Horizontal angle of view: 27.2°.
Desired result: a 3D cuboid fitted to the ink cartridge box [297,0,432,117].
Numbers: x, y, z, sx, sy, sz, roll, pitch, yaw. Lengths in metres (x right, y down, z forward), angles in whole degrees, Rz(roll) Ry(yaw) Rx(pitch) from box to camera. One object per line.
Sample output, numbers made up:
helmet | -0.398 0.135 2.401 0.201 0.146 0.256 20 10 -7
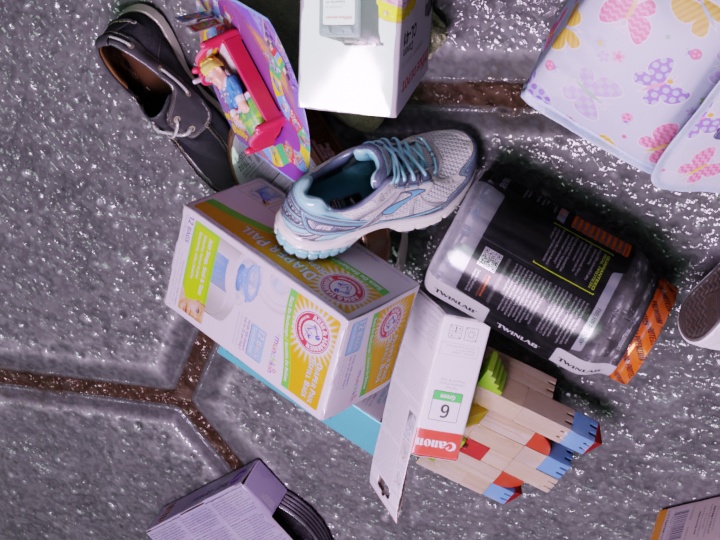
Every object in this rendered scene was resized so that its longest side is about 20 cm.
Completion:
ink cartridge box | 0.009 -0.237 1.150 0.085 0.148 0.202 7 114 11

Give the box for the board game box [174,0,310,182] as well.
board game box | -0.109 -0.154 1.273 0.200 0.039 0.159 39 146 51

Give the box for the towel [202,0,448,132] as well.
towel | -0.032 -0.224 1.282 0.200 0.037 0.148 40 131 -3

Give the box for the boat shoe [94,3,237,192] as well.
boat shoe | -0.177 -0.148 1.392 0.071 0.068 0.201 -18 115 34

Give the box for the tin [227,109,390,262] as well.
tin | -0.050 -0.068 1.360 0.201 0.042 0.112 56 136 10

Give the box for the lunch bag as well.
lunch bag | 0.252 -0.160 1.130 0.199 0.128 0.170 30 134 -5

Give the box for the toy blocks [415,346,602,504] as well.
toy blocks | 0.147 0.161 1.446 0.136 0.100 0.200 26 138 -6

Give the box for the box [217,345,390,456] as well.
box | -0.037 0.099 1.491 0.199 0.082 0.049 34 133 1

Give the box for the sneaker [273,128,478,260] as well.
sneaker | 0.023 -0.075 1.261 0.078 0.199 0.086 55 156 20

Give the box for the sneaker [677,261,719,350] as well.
sneaker | 0.358 -0.004 1.241 0.084 0.073 0.200 18 131 -31

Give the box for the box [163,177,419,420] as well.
box | -0.062 0.021 1.309 0.199 0.101 0.113 35 126 26

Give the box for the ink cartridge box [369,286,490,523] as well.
ink cartridge box | 0.062 0.125 1.386 0.050 0.109 0.202 9 101 -15

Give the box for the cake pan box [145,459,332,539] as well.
cake pan box | -0.125 0.324 1.722 0.184 0.052 0.200 47 131 -13

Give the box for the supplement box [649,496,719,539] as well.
supplement box | 0.389 0.275 1.410 0.199 0.074 0.126 -21 112 36

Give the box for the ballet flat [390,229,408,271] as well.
ballet flat | 0.000 0.000 1.416 0.075 0.068 0.201 23 128 -5

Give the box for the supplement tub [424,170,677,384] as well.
supplement tub | 0.166 0.009 1.296 0.199 0.123 0.123 29 132 5
